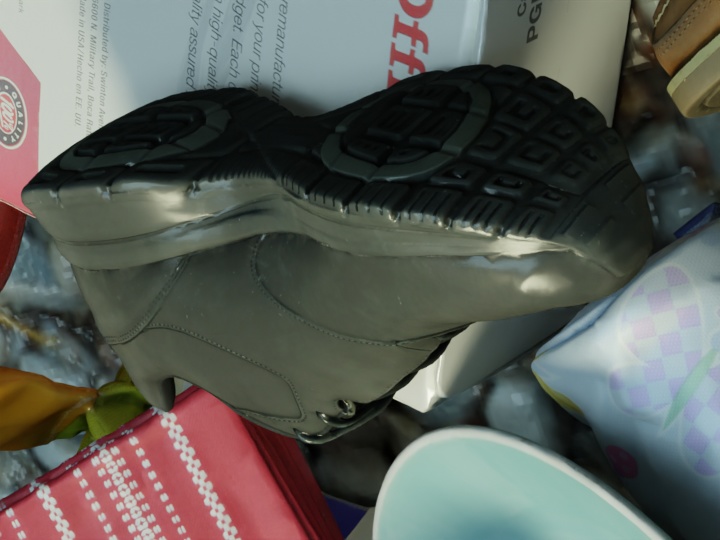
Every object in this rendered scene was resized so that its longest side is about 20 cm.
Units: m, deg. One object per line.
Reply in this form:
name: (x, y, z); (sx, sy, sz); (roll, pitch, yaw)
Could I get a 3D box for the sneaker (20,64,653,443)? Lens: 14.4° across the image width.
sneaker: (0.000, 0.000, 0.743); (0.199, 0.076, 0.091); (3, 120, 47)

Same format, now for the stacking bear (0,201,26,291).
stacking bear: (-0.209, -0.037, 0.991); (0.199, 0.121, 0.115); (-17, 55, 54)

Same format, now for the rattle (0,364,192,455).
rattle: (-0.078, 0.122, 0.903); (0.130, 0.142, 0.202); (13, 109, 50)

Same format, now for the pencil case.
pencil case: (0.130, 0.077, 0.760); (0.200, 0.083, 0.091); (53, 127, 9)

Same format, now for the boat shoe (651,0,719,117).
boat shoe: (0.135, -0.118, 0.689); (0.200, 0.072, 0.068); (-44, 74, 33)

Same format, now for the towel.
towel: (-0.083, 0.138, 0.850); (0.199, 0.022, 0.145); (-30, 90, 7)

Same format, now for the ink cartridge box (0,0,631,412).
ink cartridge box: (-0.025, -0.068, 0.832); (0.199, 0.083, 0.148); (25, 123, 31)

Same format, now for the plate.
plate: (0.075, 0.127, 0.785); (0.200, 0.025, 0.201); (39, 146, 34)

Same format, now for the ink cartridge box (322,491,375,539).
ink cartridge box: (0.043, 0.181, 0.910); (0.199, 0.043, 0.200); (12, 116, 38)
